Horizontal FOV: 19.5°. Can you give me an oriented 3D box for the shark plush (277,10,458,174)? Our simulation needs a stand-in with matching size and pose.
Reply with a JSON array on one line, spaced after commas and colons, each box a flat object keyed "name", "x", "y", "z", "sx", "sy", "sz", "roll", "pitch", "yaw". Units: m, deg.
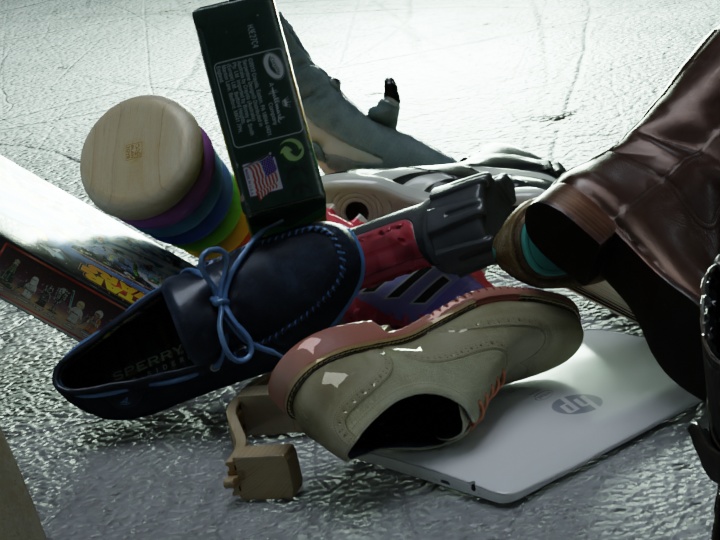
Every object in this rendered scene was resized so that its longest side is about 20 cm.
[{"name": "shark plush", "x": 0.003, "y": -0.107, "z": 1.528, "sx": 0.083, "sy": 0.200, "sz": 0.091, "roll": -38, "pitch": 0, "yaw": 14}]

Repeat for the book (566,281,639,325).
[{"name": "book", "x": 0.221, "y": 0.001, "z": 1.281, "sx": 0.133, "sy": 0.048, "sz": 0.200, "roll": -7, "pitch": 16, "yaw": -19}]

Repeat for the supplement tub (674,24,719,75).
[{"name": "supplement tub", "x": 0.309, "y": -0.121, "z": 1.456, "sx": 0.144, "sy": 0.145, "sz": 0.200, "roll": 5, "pitch": 22, "yaw": 37}]

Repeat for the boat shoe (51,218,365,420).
[{"name": "boat shoe", "x": -0.088, "y": 0.037, "z": 1.205, "sx": 0.200, "sy": 0.084, "sz": 0.069, "roll": -35, "pitch": -22, "yaw": 18}]

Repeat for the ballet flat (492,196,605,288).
[{"name": "ballet flat", "x": 0.164, "y": -0.024, "z": 1.216, "sx": 0.200, "sy": 0.068, "sz": 0.072, "roll": -11, "pitch": 1, "yaw": -20}]

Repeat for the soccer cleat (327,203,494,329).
[{"name": "soccer cleat", "x": 0.019, "y": 0.015, "z": 1.337, "sx": 0.200, "sy": 0.067, "sz": 0.077, "roll": 23, "pitch": 71, "yaw": 46}]

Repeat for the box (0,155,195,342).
[{"name": "box", "x": -0.185, "y": -0.005, "z": 1.325, "sx": 0.200, "sy": 0.040, "sz": 0.137, "roll": 30, "pitch": 15, "yaw": -8}]

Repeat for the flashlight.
[{"name": "flashlight", "x": 0.000, "y": 0.000, "z": 1.273, "sx": 0.200, "sy": 0.068, "sz": 0.068, "roll": -18, "pitch": -8, "yaw": 30}]

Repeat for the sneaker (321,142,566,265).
[{"name": "sneaker", "x": 0.049, "y": -0.046, "z": 1.470, "sx": 0.200, "sy": 0.073, "sz": 0.112, "roll": 3, "pitch": 24, "yaw": 7}]

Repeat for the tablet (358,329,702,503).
[{"name": "tablet", "x": 0.105, "y": 0.076, "z": 1.161, "sx": 0.200, "sy": 0.014, "sz": 0.130, "roll": -23, "pitch": 23, "yaw": -36}]

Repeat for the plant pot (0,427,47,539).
[{"name": "plant pot", "x": -0.280, "y": 0.079, "z": 1.070, "sx": 0.199, "sy": 0.177, "sz": 0.200, "roll": -14, "pitch": 17, "yaw": -15}]

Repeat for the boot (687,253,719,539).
[{"name": "boot", "x": 0.172, "y": 0.070, "z": 0.877, "sx": 0.069, "sy": 0.174, "sz": 0.200, "roll": -5, "pitch": 18, "yaw": 12}]

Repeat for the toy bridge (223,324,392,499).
[{"name": "toy bridge", "x": -0.040, "y": 0.079, "z": 1.197, "sx": 0.067, "sy": 0.027, "sz": 0.200, "roll": -5, "pitch": 18, "yaw": 21}]

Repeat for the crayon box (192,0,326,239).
[{"name": "crayon box", "x": -0.059, "y": -0.083, "z": 1.287, "sx": 0.051, "sy": 0.127, "sz": 0.200, "roll": -15, "pitch": -7, "yaw": -3}]

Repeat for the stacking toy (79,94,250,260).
[{"name": "stacking toy", "x": -0.107, "y": -0.039, "z": 1.406, "sx": 0.085, "sy": 0.086, "sz": 0.200, "roll": -2, "pitch": -22, "yaw": 22}]

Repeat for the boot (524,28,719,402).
[{"name": "boot", "x": 0.216, "y": -0.032, "z": 1.156, "sx": 0.200, "sy": 0.186, "sz": 0.064, "roll": -39, "pitch": -13, "yaw": -33}]

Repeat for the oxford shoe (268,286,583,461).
[{"name": "oxford shoe", "x": 0.049, "y": 0.063, "z": 1.133, "sx": 0.200, "sy": 0.071, "sz": 0.074, "roll": -15, "pitch": 49, "yaw": -31}]
